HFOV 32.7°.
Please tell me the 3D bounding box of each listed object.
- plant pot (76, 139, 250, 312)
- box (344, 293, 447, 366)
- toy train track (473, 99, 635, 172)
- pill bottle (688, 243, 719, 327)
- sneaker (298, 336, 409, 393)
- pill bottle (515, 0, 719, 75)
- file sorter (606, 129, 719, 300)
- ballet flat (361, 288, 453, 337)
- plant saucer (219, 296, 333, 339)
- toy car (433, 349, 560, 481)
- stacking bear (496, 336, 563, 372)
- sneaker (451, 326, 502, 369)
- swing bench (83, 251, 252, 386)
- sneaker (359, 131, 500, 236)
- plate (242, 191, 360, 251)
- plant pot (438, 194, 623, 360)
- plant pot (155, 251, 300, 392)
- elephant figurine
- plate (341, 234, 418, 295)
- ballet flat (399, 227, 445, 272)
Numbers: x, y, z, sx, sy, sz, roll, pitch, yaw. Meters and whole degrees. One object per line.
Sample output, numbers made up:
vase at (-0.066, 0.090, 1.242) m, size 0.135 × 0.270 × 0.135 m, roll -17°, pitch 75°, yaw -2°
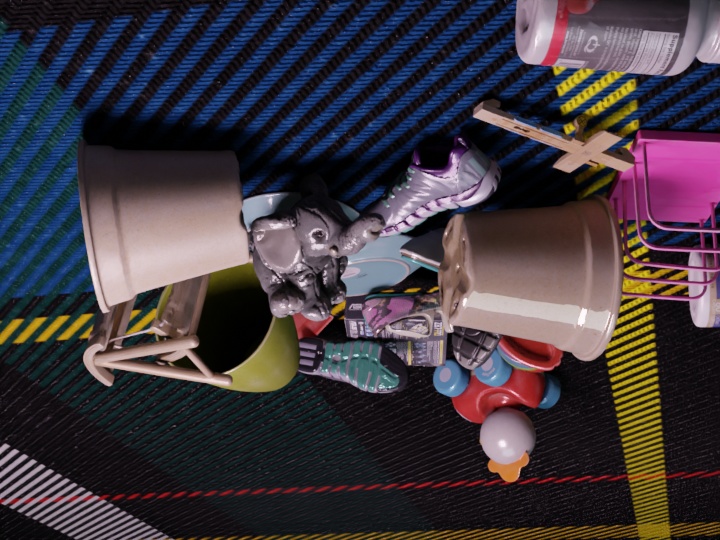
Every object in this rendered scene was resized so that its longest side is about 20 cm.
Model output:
plant pot at (-0.227, -0.064, 1.449) m, size 0.180 × 0.203 × 0.201 m, roll -8°, pitch 157°, yaw -7°
box at (0.058, 0.095, 1.924) m, size 0.158 × 0.050 × 0.201 m, roll 3°, pitch 156°, yaw 5°
toy train track at (0.220, -0.159, 1.380) m, size 0.197 × 0.033 × 0.115 m, roll 17°, pitch 160°, yaw -18°
pill bottle at (0.546, 0.018, 1.644) m, size 0.196 × 0.113 × 0.111 m, roll -2°, pitch 156°, yaw 8°
sneaker at (-0.006, 0.146, 1.921) m, size 0.197 × 0.076 × 0.087 m, roll 13°, pitch 173°, yaw 23°
pill bottle at (0.245, -0.235, 1.105) m, size 0.196 × 0.112 × 0.111 m, roll 4°, pitch 156°, yaw -5°
file sorter at (0.378, -0.060, 1.466) m, size 0.136 × 0.127 × 0.201 m, roll 3°, pitch 156°, yaw -2°
ballet flat at (0.099, 0.058, 1.751) m, size 0.197 × 0.072 × 0.069 m, roll -10°, pitch 168°, yaw -15°
plant saucer at (-0.164, 0.074, 1.907) m, size 0.197 × 0.037 × 0.200 m, roll 10°, pitch 154°, yaw -19°
toy car at (0.234, 0.260, 2.091) m, size 0.175 × 0.203 × 0.183 m, roll -18°, pitch 149°, yaw 37°
stacking bear at (0.261, 0.103, 1.864) m, size 0.112 × 0.123 × 0.200 m, roll 11°, pitch 167°, yaw 13°
sneaker at (0.189, 0.040, 1.644) m, size 0.075 × 0.203 × 0.079 m, roll 27°, pitch -171°, yaw 35°
swing bench at (-0.255, 0.034, 1.598) m, size 0.197 × 0.202 × 0.130 m, roll -1°, pitch 149°, yaw 20°
sneaker at (0.066, -0.109, 1.458) m, size 0.198 × 0.075 × 0.088 m, roll -21°, pitch 125°, yaw 33°
plate at (-0.088, -0.048, 1.645) m, size 0.197 × 0.026 × 0.201 m, roll 2°, pitch 155°, yaw 1°
plant pot at (0.197, 0.004, 1.496) m, size 0.180 × 0.204 × 0.201 m, roll 3°, pitch 156°, yaw -11°
plant pot at (-0.164, 0.094, 1.744) m, size 0.184 × 0.190 × 0.200 m, roll -7°, pitch 155°, yaw 19°
elephant figurine at (-0.060, -0.047, 1.497) m, size 0.152 × 0.143 × 0.201 m, roll 5°, pitch 139°, yaw -7°
plate at (0.000, 0.000, 1.689) m, size 0.197 × 0.026 × 0.201 m, roll -9°, pitch 161°, yaw -3°
ballet flat at (0.121, -0.022, 1.642) m, size 0.069 × 0.071 × 0.199 m, roll -15°, pitch 157°, yaw 33°
